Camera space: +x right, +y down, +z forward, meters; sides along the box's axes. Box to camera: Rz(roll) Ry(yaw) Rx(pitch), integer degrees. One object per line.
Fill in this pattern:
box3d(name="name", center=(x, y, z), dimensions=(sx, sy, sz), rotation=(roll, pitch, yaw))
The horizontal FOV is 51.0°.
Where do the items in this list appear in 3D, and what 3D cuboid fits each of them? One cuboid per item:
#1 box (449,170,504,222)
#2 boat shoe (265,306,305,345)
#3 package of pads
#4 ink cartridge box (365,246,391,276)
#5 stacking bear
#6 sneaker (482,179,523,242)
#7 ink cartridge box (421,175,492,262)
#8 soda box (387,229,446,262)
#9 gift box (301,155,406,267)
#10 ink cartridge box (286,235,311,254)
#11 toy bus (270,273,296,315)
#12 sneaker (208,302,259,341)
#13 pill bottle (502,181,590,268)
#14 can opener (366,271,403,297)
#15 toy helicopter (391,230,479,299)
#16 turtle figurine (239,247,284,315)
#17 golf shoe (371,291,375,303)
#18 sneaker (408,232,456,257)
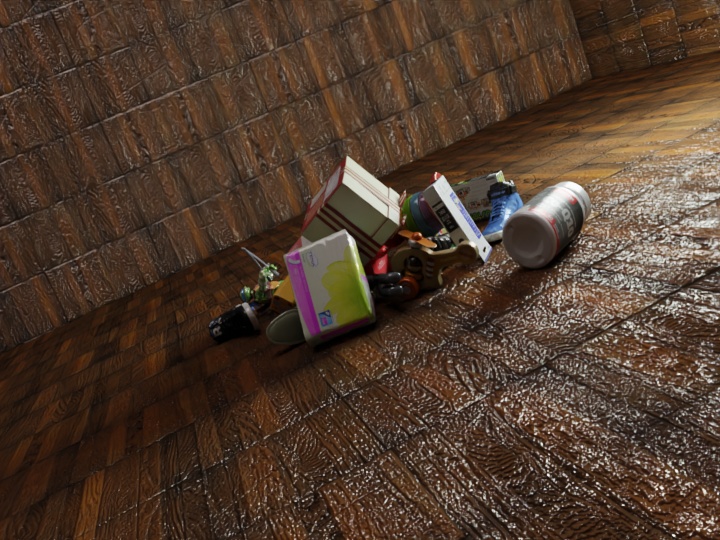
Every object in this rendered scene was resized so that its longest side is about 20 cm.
box3d(name="box", center=(0.299, -0.184, 1.988), dimensions=(0.197, 0.112, 0.035), rotation=(-10, 16, 43))
box3d(name="boat shoe", center=(-0.119, 0.108, 1.633), dimensions=(0.198, 0.073, 0.060), rotation=(-21, 7, -24))
box3d(name="package of pads", center=(-0.060, 0.033, 1.542), dimensions=(0.151, 0.204, 0.068), rotation=(-21, -21, 7))
box3d(name="ink cartridge box", center=(0.000, 0.000, 1.860), dimensions=(0.196, 0.069, 0.116), rotation=(-17, 14, 26))
box3d(name="stacking bear", center=(0.121, -0.120, 1.767), dimensions=(0.198, 0.114, 0.122), rotation=(-26, 25, 33))
box3d(name="sneaker", center=(0.325, -0.146, 1.779), dimensions=(0.076, 0.113, 0.199), rotation=(-11, 17, 40))
box3d(name="ink cartridge box", center=(0.211, -0.105, 1.643), dimensions=(0.039, 0.202, 0.099), rotation=(-33, 4, 26))
box3d(name="soda box", center=(0.128, -0.063, 1.900), dimensions=(0.197, 0.065, 0.068), rotation=(-13, 16, 37))
box3d(name="gift box", center=(-0.005, -0.128, 1.698), dimensions=(0.185, 0.185, 0.202), rotation=(-46, 17, 29))
box3d(name="ink cartridge box", center=(-0.074, -0.006, 1.788), dimensions=(0.117, 0.201, 0.067), rotation=(-47, -30, 11))
box3d(name="toy bus", center=(-0.152, 0.038, 1.869), dimensions=(0.064, 0.079, 0.201), rotation=(23, 42, 9))
box3d(name="sneaker", center=(-0.321, 0.139, 1.881), dimensions=(0.110, 0.074, 0.200), rotation=(-30, 5, -17))
box3d(name="pill bottle", center=(0.370, -0.096, 1.479), dimensions=(0.112, 0.116, 0.199), rotation=(-10, 18, 44))
box3d(name="can opener", center=(0.039, 0.034, 1.597), dimensions=(0.065, 0.055, 0.200), rotation=(-10, 0, -9))
box3d(name="toy helicopter", center=(0.150, -0.029, 1.556), dimensions=(0.196, 0.135, 0.079), rotation=(-15, 14, 32))
box3d(name="turtle figurine", center=(-0.226, 0.008, 1.997), dimensions=(0.189, 0.205, 0.145), rotation=(-1, -23, -7))
box3d(name="golf shoe", center=(-0.058, 0.028, 1.607), dimensions=(0.088, 0.200, 0.078), rotation=(-37, -24, -24))
box3d(name="sneaker", center=(0.173, -0.042, 1.749), dimensions=(0.197, 0.077, 0.115), rotation=(-19, 3, -30))
